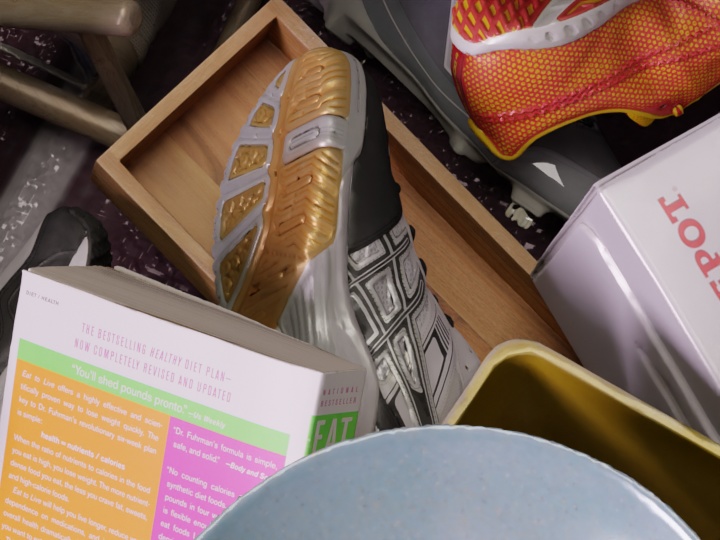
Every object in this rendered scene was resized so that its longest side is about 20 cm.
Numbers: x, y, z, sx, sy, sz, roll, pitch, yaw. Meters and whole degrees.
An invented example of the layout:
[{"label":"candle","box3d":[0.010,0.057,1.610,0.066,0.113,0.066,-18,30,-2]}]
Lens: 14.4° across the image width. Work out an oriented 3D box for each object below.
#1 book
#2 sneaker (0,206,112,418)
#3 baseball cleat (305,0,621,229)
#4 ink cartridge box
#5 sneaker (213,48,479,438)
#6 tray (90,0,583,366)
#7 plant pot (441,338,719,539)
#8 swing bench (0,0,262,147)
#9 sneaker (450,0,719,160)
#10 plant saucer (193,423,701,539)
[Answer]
[{"label":"book","box3d":[-0.073,0.112,0.993,0.134,0.048,0.200,20,104,37]},{"label":"sneaker","box3d":[-0.166,0.055,1.075,0.080,0.074,0.200,34,94,6]},{"label":"baseball cleat","box3d":[0.060,-0.096,1.153,0.200,0.070,0.106,42,100,21]},{"label":"ink cartridge box","box3d":[0.190,-0.001,1.043,0.200,0.146,0.147,-29,83,-11]},{"label":"sneaker","box3d":[-0.001,0.019,1.052,0.088,0.076,0.200,10,73,-32]},{"label":"tray","box3d":[0.000,0.000,1.109,0.200,0.037,0.099,46,75,1]},{"label":"plant pot","box3d":[0.085,0.179,0.971,0.200,0.176,0.200,29,71,17]},{"label":"swing bench","box3d":[-0.131,-0.172,1.191,0.200,0.130,0.199,16,67,18]},{"label":"sneaker","box3d":[0.126,-0.102,1.106,0.200,0.077,0.073,-18,39,-10]},{"label":"plant saucer","box3d":[0.026,0.146,0.873,0.201,0.039,0.201,-2,65,5]}]
